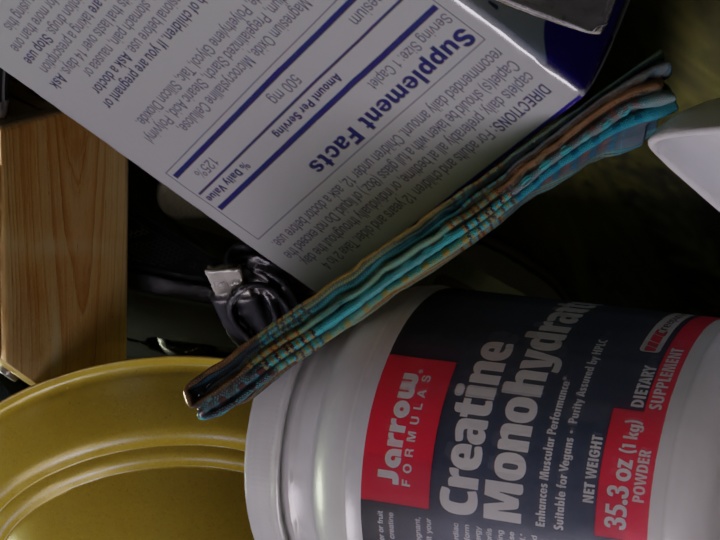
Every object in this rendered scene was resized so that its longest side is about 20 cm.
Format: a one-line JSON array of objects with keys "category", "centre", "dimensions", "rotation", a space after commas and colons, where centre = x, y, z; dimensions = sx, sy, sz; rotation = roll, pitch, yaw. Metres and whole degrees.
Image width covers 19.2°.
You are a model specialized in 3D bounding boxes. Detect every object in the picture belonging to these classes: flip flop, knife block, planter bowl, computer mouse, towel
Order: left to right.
[{"category": "knife block", "centre": [-0.134, -0.051, 0.906], "dimensions": [0.064, 0.176, 0.200], "rotation": [26, 169, 39]}, {"category": "computer mouse", "centre": [-0.100, 0.012, 0.980], "dimensions": [0.199, 0.053, 0.139], "rotation": [28, 157, 33]}, {"category": "planter bowl", "centre": [-0.091, 0.129, 0.955], "dimensions": [0.199, 0.084, 0.201], "rotation": [-6, 143, -5]}, {"category": "flip flop", "centre": [0.000, 0.000, 0.947], "dimensions": [0.199, 0.058, 0.081], "rotation": [28, 145, -2]}, {"category": "towel", "centre": [0.028, -0.008, 0.779], "dimensions": [0.022, 0.200, 0.147], "rotation": [55, -178, 3]}]

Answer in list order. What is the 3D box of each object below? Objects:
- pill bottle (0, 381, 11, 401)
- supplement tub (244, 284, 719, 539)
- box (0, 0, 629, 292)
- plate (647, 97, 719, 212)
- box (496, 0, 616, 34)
[{"category": "pill bottle", "centre": [-0.255, 0.075, 1.164], "dimensions": [0.108, 0.109, 0.200], "rotation": [-1, 136, 34]}, {"category": "supplement tub", "centre": [0.068, 0.081, 0.862], "dimensions": [0.199, 0.141, 0.141], "rotation": [6, 141, 27]}, {"category": "box", "centre": [-0.028, -0.115, 0.775], "dimensions": [0.200, 0.105, 0.184], "rotation": [36, 143, -13]}, {"category": "plate", "centre": [0.228, -0.030, 0.736], "dimensions": [0.199, 0.033, 0.200], "rotation": [-3, 160, 32]}, {"category": "box", "centre": [0.070, -0.193, 0.561], "dimensions": [0.086, 0.164, 0.200], "rotation": [21, 144, 6]}]
